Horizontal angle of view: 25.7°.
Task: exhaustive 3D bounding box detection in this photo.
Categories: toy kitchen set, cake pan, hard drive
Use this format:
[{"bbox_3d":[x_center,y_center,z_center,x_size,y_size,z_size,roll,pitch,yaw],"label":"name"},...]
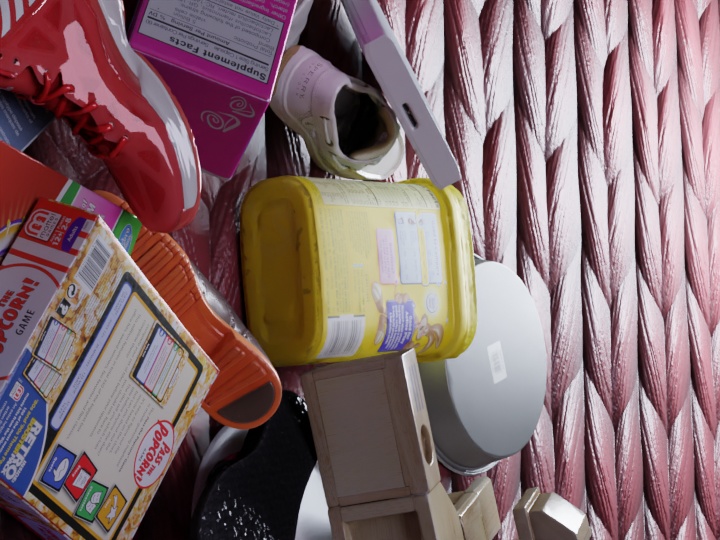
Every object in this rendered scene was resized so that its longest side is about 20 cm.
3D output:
[{"bbox_3d":[0.075,0.139,1.200,0.200,0.161,0.183,-19,98,-74],"label":"toy kitchen set"},{"bbox_3d":[0.108,0.081,1.405,0.199,0.036,0.203,11,76,-52],"label":"cake pan"},{"bbox_3d":[0.025,-0.161,1.246,0.133,0.026,0.201,60,6,-28],"label":"hard drive"}]

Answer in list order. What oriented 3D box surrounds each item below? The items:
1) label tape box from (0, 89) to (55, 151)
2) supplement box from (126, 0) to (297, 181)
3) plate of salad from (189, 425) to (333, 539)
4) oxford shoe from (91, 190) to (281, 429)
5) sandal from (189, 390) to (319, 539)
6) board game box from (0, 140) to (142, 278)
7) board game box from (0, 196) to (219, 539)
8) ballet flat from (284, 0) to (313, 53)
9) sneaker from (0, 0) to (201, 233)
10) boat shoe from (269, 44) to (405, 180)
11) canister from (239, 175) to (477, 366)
[{"bbox_3d":[-0.245,-0.138,0.940,0.144,0.065,0.201,63,39,-28],"label":"label tape box"},{"bbox_3d":[-0.100,-0.180,1.068,0.102,0.101,0.202,21,57,-11],"label":"supplement box"},{"bbox_3d":[-0.060,0.203,1.148,0.199,0.048,0.202,31,49,-44],"label":"plate of salad"},{"bbox_3d":[-0.132,0.023,1.081,0.201,0.071,0.073,53,4,-21],"label":"oxford shoe"},{"bbox_3d":[-0.074,0.153,1.083,0.075,0.045,0.200,55,25,-12],"label":"sandal"},{"bbox_3d":[-0.214,0.009,0.901,0.200,0.040,0.155,32,76,-64],"label":"board game box"},{"bbox_3d":[-0.167,0.075,0.935,0.153,0.046,0.201,-63,153,-21],"label":"board game box"},{"bbox_3d":[-0.084,-0.161,1.173,0.070,0.069,0.201,55,49,-32],"label":"ballet flat"},{"bbox_3d":[-0.178,-0.099,0.928,0.115,0.078,0.202,-33,100,-43],"label":"sneaker"},{"bbox_3d":[-0.003,-0.108,1.225,0.071,0.069,0.200,-63,153,-1],"label":"boat shoe"},{"bbox_3d":[0.000,0.000,1.232,0.199,0.086,0.151,0,84,-52],"label":"canister"}]
